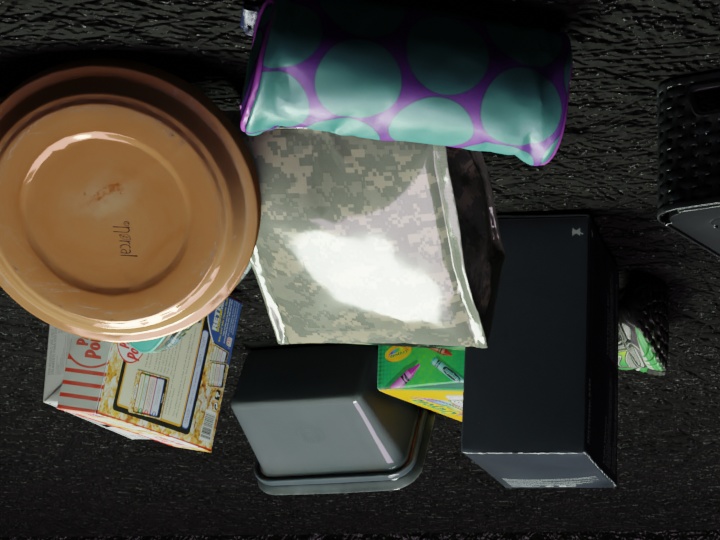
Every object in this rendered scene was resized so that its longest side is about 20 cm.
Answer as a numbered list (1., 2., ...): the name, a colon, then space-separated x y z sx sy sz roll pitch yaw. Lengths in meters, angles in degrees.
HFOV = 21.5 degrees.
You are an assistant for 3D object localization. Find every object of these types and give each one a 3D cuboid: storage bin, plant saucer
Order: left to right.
1. plant saucer: -0.167 -0.042 1.268 0.200 0.201 0.032 1 -156 5
2. storage bin: -0.036 0.145 2.067 0.200 0.146 0.134 -4 137 24
3. storage bin: 0.296 -0.063 1.283 0.135 0.094 0.200 -8 161 33

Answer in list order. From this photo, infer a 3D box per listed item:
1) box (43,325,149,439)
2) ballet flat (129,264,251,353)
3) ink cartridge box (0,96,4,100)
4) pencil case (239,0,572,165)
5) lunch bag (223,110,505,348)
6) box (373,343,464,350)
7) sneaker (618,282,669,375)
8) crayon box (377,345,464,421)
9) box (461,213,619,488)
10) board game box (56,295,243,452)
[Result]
1. box: -0.243 0.098 1.915 0.060 0.117 0.200 -3 165 19
2. ballet flat: -0.137 -0.003 1.613 0.074 0.074 0.200 13 144 -34
3. ink cartridge box: -0.212 -0.063 1.368 0.200 0.084 0.145 2 164 1
4. pencil case: 0.027 -0.114 1.146 0.200 0.085 0.092 6 149 -13
5. lunch bag: 0.003 -0.047 1.326 0.164 0.118 0.200 0 138 16
6. box: 0.084 0.053 1.801 0.200 0.036 0.144 6 170 -29
7. sneaker: 0.247 0.062 1.784 0.085 0.078 0.200 1 165 7
8. crayon box: 0.118 0.115 2.037 0.119 0.058 0.200 -7 163 30
9. box: 0.155 0.072 1.600 0.104 0.200 0.182 -1 164 14
10. board game box: -0.189 0.075 1.744 0.046 0.152 0.200 5 167 28
